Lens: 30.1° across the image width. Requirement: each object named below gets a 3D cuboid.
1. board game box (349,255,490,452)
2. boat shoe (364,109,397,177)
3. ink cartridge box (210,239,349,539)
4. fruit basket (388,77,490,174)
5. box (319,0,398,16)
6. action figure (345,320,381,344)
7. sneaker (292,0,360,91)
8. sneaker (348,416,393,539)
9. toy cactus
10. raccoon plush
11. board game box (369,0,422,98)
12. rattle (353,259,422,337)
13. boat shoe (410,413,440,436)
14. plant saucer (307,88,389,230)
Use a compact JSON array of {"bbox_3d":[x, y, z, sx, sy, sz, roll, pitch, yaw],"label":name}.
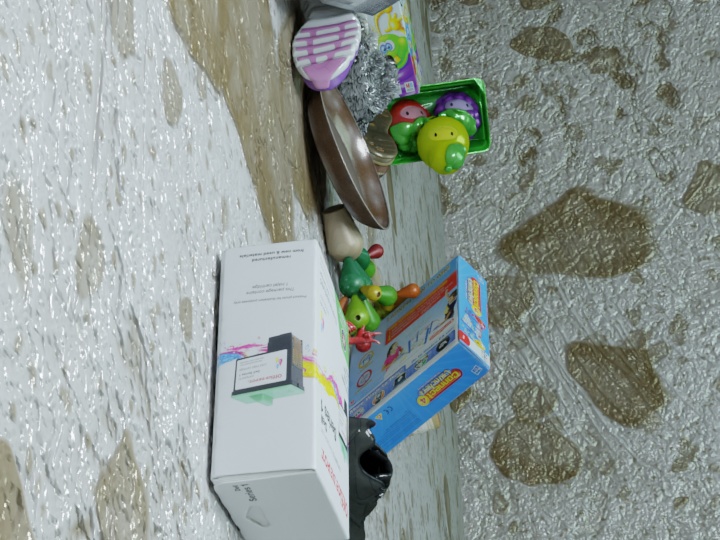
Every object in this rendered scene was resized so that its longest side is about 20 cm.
[{"bbox_3d":[0.069,0.106,1.636,0.056,0.200,0.197,40,26,-18],"label":"board game box"},{"bbox_3d":[0.004,-0.188,1.897,0.201,0.071,0.068,-99,-149,-56],"label":"boat shoe"},{"bbox_3d":[-0.059,0.101,1.066,0.145,0.083,0.202,72,14,-57],"label":"ink cartridge box"},{"bbox_3d":[0.136,-0.256,2.396,0.216,0.213,0.157,-61,145,-77],"label":"fruit basket"},{"bbox_3d":[-0.029,-0.374,1.506,0.160,0.048,0.200,63,18,3],"label":"box"},{"bbox_3d":[-0.031,0.088,1.270,0.201,0.098,0.066,-92,173,-47],"label":"action figure"},{"bbox_3d":[-0.035,-0.268,1.583,0.201,0.079,0.089,-89,173,-47],"label":"sneaker"},{"bbox_3d":[-0.008,0.220,1.342,0.201,0.090,0.076,78,8,-46],"label":"sneaker"},{"bbox_3d":[0.000,0.000,1.634,0.200,0.101,0.167,-60,134,-63],"label":"toy cactus"},{"bbox_3d":[-0.006,-0.242,1.754,0.134,0.096,0.202,43,41,-67],"label":"raccoon plush"},{"bbox_3d":[0.015,-0.348,1.871,0.103,0.104,0.202,-79,157,-64],"label":"board game box"},{"bbox_3d":[0.057,0.038,1.829,0.131,0.142,0.200,66,11,11],"label":"rattle"},{"bbox_3d":[0.046,0.149,1.896,0.074,0.069,0.201,71,-6,-50],"label":"boat shoe"},{"bbox_3d":[-0.018,-0.137,1.616,0.201,0.032,0.201,-90,154,-64],"label":"plant saucer"}]
